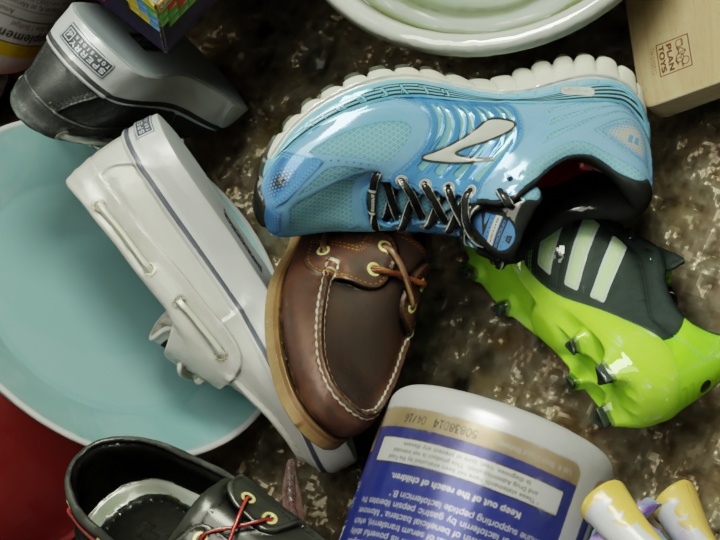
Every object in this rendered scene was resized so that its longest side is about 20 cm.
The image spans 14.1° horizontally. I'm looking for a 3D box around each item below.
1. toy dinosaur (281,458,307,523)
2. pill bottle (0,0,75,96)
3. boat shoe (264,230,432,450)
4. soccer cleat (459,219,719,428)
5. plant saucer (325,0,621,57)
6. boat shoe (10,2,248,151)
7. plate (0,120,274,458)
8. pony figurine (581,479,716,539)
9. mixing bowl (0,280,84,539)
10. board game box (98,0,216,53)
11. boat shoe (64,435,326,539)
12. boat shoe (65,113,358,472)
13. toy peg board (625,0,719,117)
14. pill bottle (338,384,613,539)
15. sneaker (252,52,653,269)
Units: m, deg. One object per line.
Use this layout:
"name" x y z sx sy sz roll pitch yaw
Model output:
"toy dinosaur" -0.067 0.182 1.386 0.086 0.136 0.201 25 81 26
"pill bottle" -0.197 -0.178 1.548 0.114 0.114 0.200 46 114 27
"boat shoe" 0.000 0.000 1.419 0.070 0.070 0.201 -29 34 26
"soccer cleat" 0.108 0.000 1.431 0.081 0.068 0.200 -22 51 -21
"plant saucer" 0.065 -0.181 1.443 0.199 0.050 0.201 -5 59 9
"boat shoe" -0.118 -0.086 1.472 0.068 0.199 0.074 -45 82 12
"plate" -0.129 0.011 1.465 0.026 0.199 0.201 -46 54 45
"pony figurine" 0.192 0.156 1.300 0.193 0.167 0.200 -37 55 -11
"mixing bowl" -0.215 0.048 1.506 0.199 0.108 0.201 -7 70 19
"board game box" -0.092 -0.231 1.428 0.165 0.057 0.200 39 73 14
"boat shoe" -0.064 0.132 1.331 0.074 0.063 0.201 -41 39 -26
"boat shoe" -0.073 0.022 1.429 0.065 0.072 0.201 -31 107 5
"toy peg board" 0.234 -0.186 1.441 0.198 0.098 0.201 -19 64 31
"pill bottle" 0.036 0.165 1.364 0.115 0.116 0.201 15 77 24
"sneaker" 0.048 -0.045 1.375 0.199 0.079 0.090 -11 52 -8
